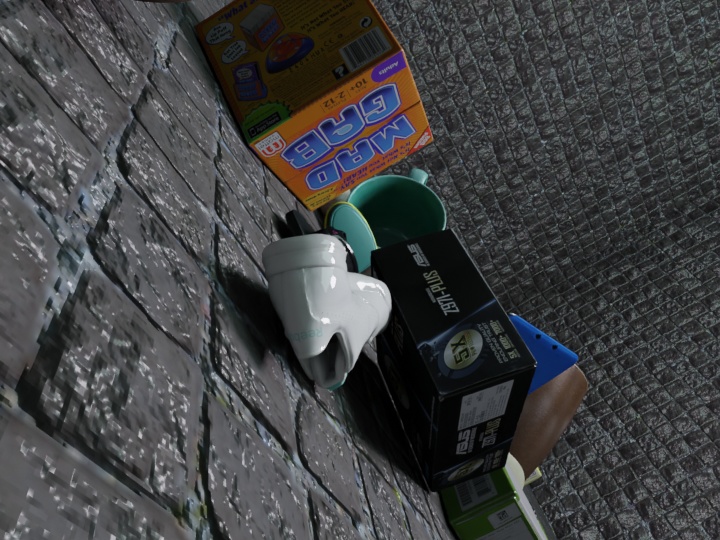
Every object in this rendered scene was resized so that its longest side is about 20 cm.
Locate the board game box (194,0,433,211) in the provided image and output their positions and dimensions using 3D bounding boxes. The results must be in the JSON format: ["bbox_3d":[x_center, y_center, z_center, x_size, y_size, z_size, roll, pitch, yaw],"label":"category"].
[{"bbox_3d":[-0.052,-0.239,0.765,0.200,0.200,0.200,63,7,22],"label":"board game box"}]

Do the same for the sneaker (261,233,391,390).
[{"bbox_3d":[-0.020,0.045,0.437,0.200,0.075,0.089,43,36,-69],"label":"sneaker"}]

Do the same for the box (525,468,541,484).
[{"bbox_3d":[0.256,0.313,1.195,0.200,0.097,0.176,59,6,-14],"label":"box"}]

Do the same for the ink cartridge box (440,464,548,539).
[{"bbox_3d":[0.164,0.292,0.675,0.200,0.076,0.148,60,6,-17],"label":"ink cartridge box"}]

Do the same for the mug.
[{"bbox_3d":[0.058,-0.060,0.916,0.152,0.185,0.115,52,-27,25],"label":"mug"}]

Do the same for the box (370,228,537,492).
[{"bbox_3d":[0.078,0.091,0.570,0.200,0.086,0.164,85,-15,-50],"label":"box"}]

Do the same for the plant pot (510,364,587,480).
[{"bbox_3d":[0.253,0.246,0.979,0.187,0.200,0.187,25,-29,15],"label":"plant pot"}]

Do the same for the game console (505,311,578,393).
[{"bbox_3d":[0.170,0.111,0.828,0.200,0.119,0.171,31,-2,-39],"label":"game console"}]

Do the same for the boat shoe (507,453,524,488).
[{"bbox_3d":[0.131,0.222,0.782,0.200,0.071,0.063,47,-29,-6],"label":"boat shoe"}]

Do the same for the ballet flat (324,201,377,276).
[{"bbox_3d":[0.000,0.000,0.796,0.200,0.067,0.067,61,-15,-17],"label":"ballet flat"}]

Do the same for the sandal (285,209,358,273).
[{"bbox_3d":[-0.023,-0.008,0.655,0.201,0.048,0.075,53,10,-51],"label":"sandal"}]

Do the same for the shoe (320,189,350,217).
[{"bbox_3d":[-0.051,-0.157,0.992,0.200,0.070,0.053,-107,174,-54],"label":"shoe"}]

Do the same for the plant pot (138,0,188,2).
[{"bbox_3d":[-0.139,-0.263,0.384,0.201,0.200,0.175,59,-10,-14],"label":"plant pot"}]
